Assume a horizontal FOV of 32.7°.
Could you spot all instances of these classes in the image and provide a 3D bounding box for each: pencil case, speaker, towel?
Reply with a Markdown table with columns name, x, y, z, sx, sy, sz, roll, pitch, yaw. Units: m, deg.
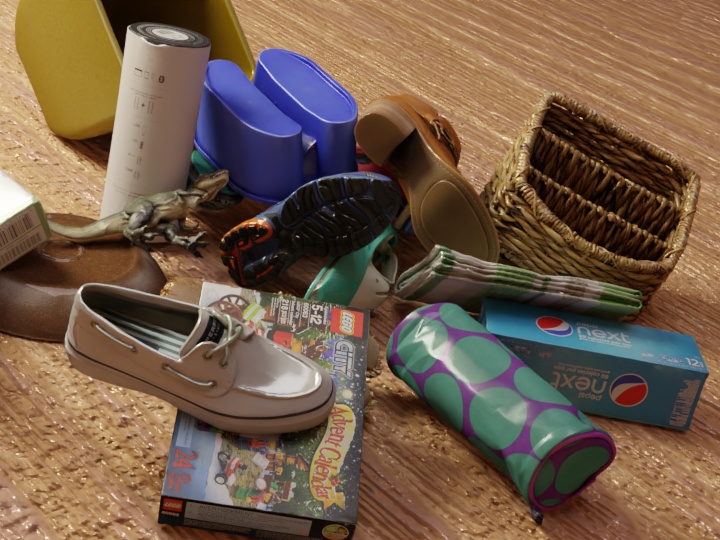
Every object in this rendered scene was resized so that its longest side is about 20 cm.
| name | x | y | z | sx | sy | sz | roll | pitch | yaw |
| --- | --- | --- | --- | --- | --- | --- | --- | --- | --- |
| pencil case | 0.108 | 0.107 | 0.988 | 0.085 | 0.093 | 0.200 | -37 | 48 | -12 |
| speaker | -0.200 | -0.131 | 1.189 | 0.081 | 0.201 | 0.081 | 11 | 21 | -4 |
| towel | 0.143 | 0.019 | 1.141 | 0.198 | 0.031 | 0.149 | 10 | -11 | -10 |

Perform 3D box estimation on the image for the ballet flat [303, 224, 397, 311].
| name | x | y | z | sx | sy | sz | roll | pitch | yaw |
| --- | --- | --- | --- | --- | --- | --- | --- | --- | --- |
| ballet flat | 0.000 | 0.000 | 1.177 | 0.070 | 0.068 | 0.200 | 30 | 30 | -2 |

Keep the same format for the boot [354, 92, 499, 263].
| name | x | y | z | sx | sy | sz | roll | pitch | yaw |
| --- | --- | --- | --- | --- | --- | --- | --- | --- | --- |
| boot | 0.082 | -0.098 | 1.231 | 0.201 | 0.074 | 0.155 | 53 | 22 | -4 |

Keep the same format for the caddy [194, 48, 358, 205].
| name | x | y | z | sx | sy | sz | roll | pitch | yaw |
| --- | --- | --- | --- | --- | --- | --- | --- | --- | --- |
| caddy | -0.086 | -0.138 | 1.246 | 0.141 | 0.106 | 0.200 | -18 | 44 | -28 |

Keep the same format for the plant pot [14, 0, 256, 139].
| name | x | y | z | sx | sy | sz | roll | pitch | yaw |
| --- | --- | --- | --- | --- | --- | --- | --- | --- | --- |
| plant pot | -0.269 | -0.246 | 1.368 | 0.199 | 0.197 | 0.194 | -22 | 2 | 40 |

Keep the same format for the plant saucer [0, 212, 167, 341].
| name | x | y | z | sx | sy | sz | roll | pitch | yaw |
| --- | --- | --- | --- | --- | --- | --- | --- | --- | --- |
| plant saucer | -0.269 | -0.004 | 1.099 | 0.199 | 0.037 | 0.201 | 10 | 26 | -5 |

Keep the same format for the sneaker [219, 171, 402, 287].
| name | x | y | z | sx | sy | sz | roll | pitch | yaw |
| --- | --- | --- | --- | --- | --- | --- | --- | --- | --- |
| sneaker | -0.043 | -0.050 | 1.135 | 0.199 | 0.076 | 0.078 | -17 | 17 | 35 |

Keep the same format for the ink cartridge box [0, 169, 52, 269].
| name | x | y | z | sx | sy | sz | roll | pitch | yaw |
| --- | --- | --- | --- | --- | --- | --- | --- | --- | --- |
| ink cartridge box | -0.383 | -0.052 | 1.068 | 0.145 | 0.048 | 0.200 | -37 | 50 | -25 |

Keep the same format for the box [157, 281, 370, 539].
| name | x | y | z | sx | sy | sz | roll | pitch | yaw |
| --- | --- | --- | --- | --- | --- | --- | --- | --- | --- |
| box | -0.066 | 0.103 | 0.910 | 0.135 | 0.038 | 0.201 | 9 | 46 | -5 |

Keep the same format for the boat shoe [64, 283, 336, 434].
| name | x | y | z | sx | sy | sz | roll | pitch | yaw |
| --- | --- | --- | --- | --- | --- | --- | --- | --- | --- |
| boat shoe | -0.112 | 0.061 | 0.864 | 0.198 | 0.067 | 0.074 | 11 | 45 | -3 |

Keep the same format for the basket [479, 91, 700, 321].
| name | x | y | z | sx | sy | sz | roll | pitch | yaw |
| --- | --- | --- | --- | --- | --- | --- | --- | --- | --- |
| basket | 0.234 | -0.063 | 1.246 | 0.199 | 0.149 | 0.143 | 30 | 26 | -7 |

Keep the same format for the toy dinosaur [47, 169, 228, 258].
| name | x | y | z | sx | sy | sz | roll | pitch | yaw |
| --- | --- | --- | --- | --- | --- | --- | --- | --- | --- |
| toy dinosaur | -0.193 | -0.044 | 1.124 | 0.199 | 0.048 | 0.088 | -17 | 38 | -35 |

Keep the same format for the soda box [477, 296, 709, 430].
| name | x | y | z | sx | sy | sz | roll | pitch | yaw |
| --- | --- | --- | --- | --- | --- | --- | --- | --- | --- |
| soda box | 0.201 | 0.083 | 1.097 | 0.198 | 0.065 | 0.068 | 11 | 26 | -3 |

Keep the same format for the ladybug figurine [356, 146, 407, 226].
| name | x | y | z | sx | sy | sz | roll | pitch | yaw |
| --- | --- | --- | --- | --- | --- | --- | --- | --- | --- |
| ladybug figurine | 0.011 | -0.093 | 1.323 | 0.198 | 0.073 | 0.136 | 3 | 13 | -14 |

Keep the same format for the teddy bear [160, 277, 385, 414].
| name | x | y | z | sx | sy | sz | roll | pitch | yaw |
| --- | --- | --- | --- | --- | --- | --- | --- | --- | --- |
| teddy bear | -0.076 | 0.069 | 1.019 | 0.198 | 0.067 | 0.146 | 6 | 45 | -14 |

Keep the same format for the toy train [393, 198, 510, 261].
| name | x | y | z | sx | sy | sz | roll | pitch | yaw |
| --- | --- | --- | --- | --- | --- | --- | --- | --- | --- |
| toy train | 0.114 | -0.038 | 1.283 | 0.199 | 0.034 | 0.046 | 13 | 39 | -33 |

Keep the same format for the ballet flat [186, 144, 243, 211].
| name | x | y | z | sx | sy | sz | roll | pitch | yaw |
| --- | --- | --- | --- | --- | --- | --- | --- | --- | --- |
| ballet flat | -0.167 | -0.100 | 1.293 | 0.074 | 0.075 | 0.200 | 5 | 29 | -15 |
